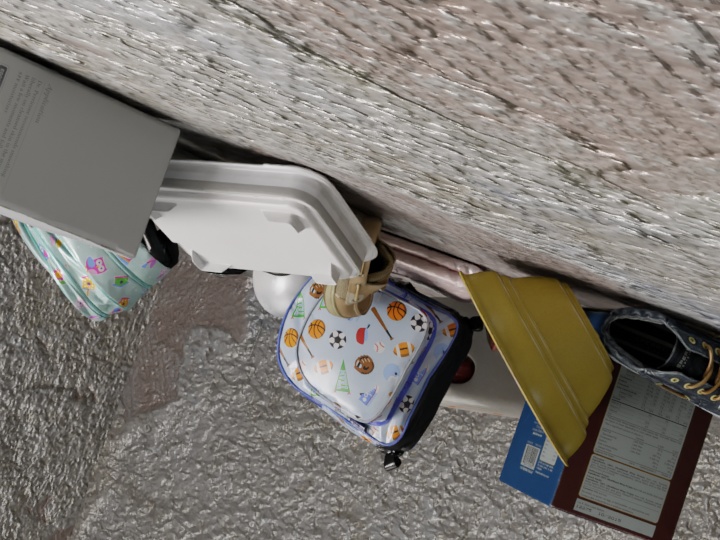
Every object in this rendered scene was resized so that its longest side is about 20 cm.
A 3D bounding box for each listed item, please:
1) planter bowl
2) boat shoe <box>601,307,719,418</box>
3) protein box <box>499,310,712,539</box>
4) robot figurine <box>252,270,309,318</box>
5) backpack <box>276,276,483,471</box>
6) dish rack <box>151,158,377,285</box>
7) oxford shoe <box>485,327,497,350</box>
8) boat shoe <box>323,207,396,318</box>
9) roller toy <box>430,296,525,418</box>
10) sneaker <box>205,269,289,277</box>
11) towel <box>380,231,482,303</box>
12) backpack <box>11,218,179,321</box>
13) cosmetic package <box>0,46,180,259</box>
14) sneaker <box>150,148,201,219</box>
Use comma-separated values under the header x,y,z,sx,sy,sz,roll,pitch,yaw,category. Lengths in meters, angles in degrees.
x,y,z,sx,sy,sz,roll,pitch,yaw,category
0.173,0.069,1.322,0.201,0.083,0.200,60,-174,-10,planter bowl
0.305,0.090,1.299,0.199,0.071,0.091,21,-179,17,boat shoe
0.260,0.158,1.528,0.134,0.202,0.198,20,176,-9,protein box
-0.051,0.017,1.816,0.199,0.114,0.169,22,179,-32,robot figurine
0.003,0.087,1.612,0.190,0.201,0.154,28,173,26,backpack
-0.098,-0.038,1.302,0.198,0.044,0.172,6,156,24,dish rack
0.180,0.045,1.541,0.074,0.071,0.200,-6,177,-5,oxford shoe
0.000,0.000,1.439,0.064,0.072,0.200,10,160,11,boat shoe
0.148,0.102,1.794,0.181,0.141,0.200,10,174,-11,roller toy
-0.132,-0.026,1.578,0.066,0.091,0.199,-21,-142,-37,sneaker
0.043,-0.010,1.584,0.190,0.032,0.200,20,177,4,towel
-0.272,-0.053,1.450,0.200,0.126,0.167,52,-172,13,backpack
-0.295,-0.109,1.239,0.199,0.124,0.199,24,174,-36,cosmetic package
-0.131,-0.069,1.417,0.115,0.074,0.199,15,-177,31,sneaker
